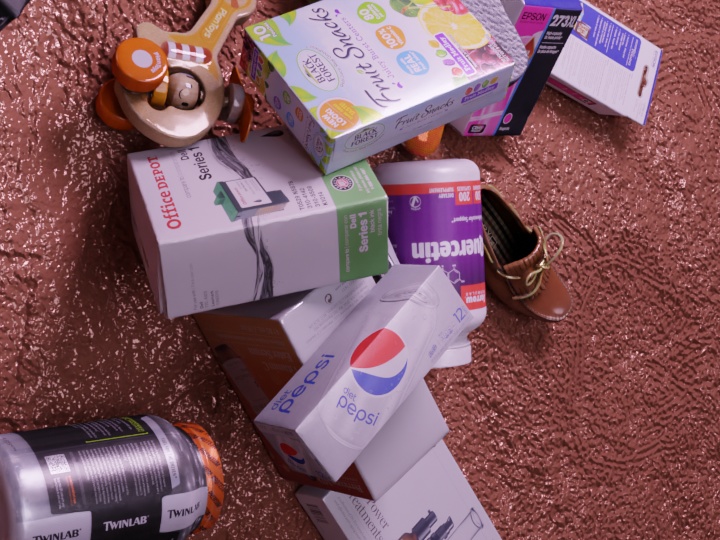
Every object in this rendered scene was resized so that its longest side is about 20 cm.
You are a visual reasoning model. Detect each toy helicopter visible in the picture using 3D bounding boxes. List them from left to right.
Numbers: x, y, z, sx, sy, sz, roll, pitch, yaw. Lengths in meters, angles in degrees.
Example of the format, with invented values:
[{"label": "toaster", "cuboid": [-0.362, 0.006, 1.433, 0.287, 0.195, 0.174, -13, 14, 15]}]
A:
[{"label": "toy helicopter", "cuboid": [-0.137, -0.187, 1.327, 0.132, 0.079, 0.200, 30, 54, -6]}]

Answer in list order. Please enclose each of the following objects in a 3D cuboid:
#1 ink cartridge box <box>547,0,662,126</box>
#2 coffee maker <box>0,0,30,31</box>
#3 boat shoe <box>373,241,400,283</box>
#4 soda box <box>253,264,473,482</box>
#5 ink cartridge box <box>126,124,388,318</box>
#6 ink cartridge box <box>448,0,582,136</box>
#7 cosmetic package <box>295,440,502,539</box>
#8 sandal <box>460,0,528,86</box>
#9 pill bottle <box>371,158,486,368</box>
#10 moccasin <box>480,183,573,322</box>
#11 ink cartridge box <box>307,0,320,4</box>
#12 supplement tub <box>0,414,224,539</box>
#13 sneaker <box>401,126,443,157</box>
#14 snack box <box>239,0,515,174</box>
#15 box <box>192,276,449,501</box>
[{"label": "ink cartridge box", "cuboid": [0.248, -0.238, 1.643, 0.199, 0.037, 0.095, 22, 77, -33]}, {"label": "coffee maker", "cuboid": [-0.344, -0.281, 1.162, 0.200, 0.134, 0.193, 50, 40, -28]}, {"label": "boat shoe", "cuboid": [0.000, 0.000, 1.407, 0.200, 0.069, 0.057, 54, 28, 7]}, {"label": "soda box", "cuboid": [0.005, 0.083, 1.267, 0.200, 0.068, 0.064, -47, 117, -24]}, {"label": "ink cartridge box", "cuboid": [-0.091, -0.049, 1.285, 0.199, 0.146, 0.085, -12, 128, -14]}, {"label": "ink cartridge box", "cuboid": [0.164, -0.228, 1.520, 0.094, 0.037, 0.201, -6, 128, -43]}, {"label": "cosmetic package", "cuboid": [0.043, 0.250, 1.503, 0.151, 0.052, 0.200, -45, 116, -30]}, {"label": "sandal", "cuboid": [0.095, -0.261, 1.399, 0.076, 0.043, 0.201, -15, 84, -14]}, {"label": "pill bottle", "cuboid": [0.067, -0.008, 1.473, 0.112, 0.112, 0.201, -7, 95, -37]}, {"label": "moccasin", "cuboid": [0.165, -0.020, 1.568, 0.074, 0.078, 0.202, -49, 118, -25]}, {"label": "ink cartridge box", "cuboid": [0.007, -0.284, 1.432, 0.200, 0.059, 0.104, 42, 64, 3]}, {"label": "supplement tub", "cuboid": [-0.223, 0.188, 1.254, 0.199, 0.122, 0.123, -5, 94, -36]}, {"label": "sneaker", "cuboid": [0.078, -0.213, 1.500, 0.073, 0.077, 0.201, 14, 85, -38]}, {"label": "snack box", "cuboid": [0.015, -0.180, 1.308, 0.199, 0.053, 0.142, -25, 61, -26]}, {"label": "box", "cuboid": [-0.037, 0.093, 1.373, 0.106, 0.152, 0.201, -39, 113, -30]}]
